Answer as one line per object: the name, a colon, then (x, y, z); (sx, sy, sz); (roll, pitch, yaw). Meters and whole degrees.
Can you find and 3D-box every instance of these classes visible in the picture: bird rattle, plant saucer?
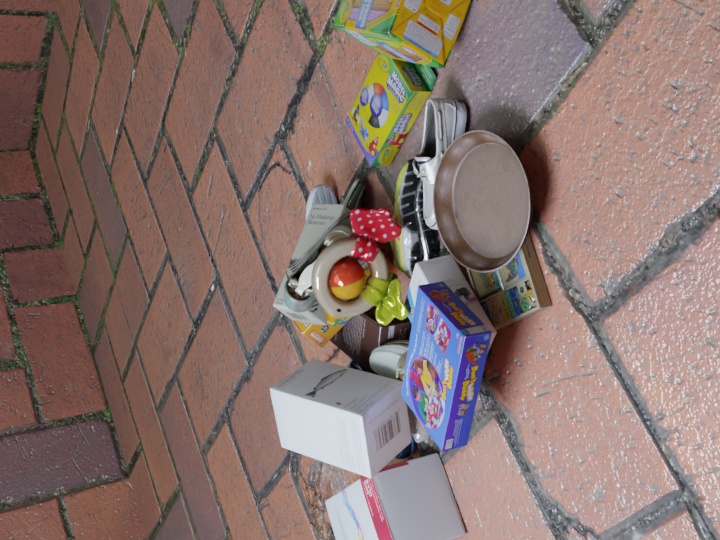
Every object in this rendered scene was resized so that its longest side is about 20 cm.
bird rattle: (0.000, 0.000, 1.389); (0.113, 0.162, 0.202); (40, 149, 51)
plant saucer: (0.180, -0.099, 1.263); (0.199, 0.034, 0.203); (14, 108, 52)

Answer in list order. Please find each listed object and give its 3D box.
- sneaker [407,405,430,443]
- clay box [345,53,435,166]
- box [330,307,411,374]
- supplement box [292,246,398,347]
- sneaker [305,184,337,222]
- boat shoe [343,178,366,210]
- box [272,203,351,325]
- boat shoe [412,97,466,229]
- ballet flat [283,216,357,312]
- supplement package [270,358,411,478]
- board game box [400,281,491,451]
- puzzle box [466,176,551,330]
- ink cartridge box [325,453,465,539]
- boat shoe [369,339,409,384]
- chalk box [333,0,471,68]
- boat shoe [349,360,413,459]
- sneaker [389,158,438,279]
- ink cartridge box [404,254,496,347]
sneaker: (0.036, 0.247, 1.507); (0.198, 0.075, 0.093); (5, 87, 31)
clay box: (0.048, -0.284, 1.470); (0.116, 0.047, 0.201); (63, 144, 29)
box: (0.005, 0.103, 1.601); (0.200, 0.074, 0.101); (36, 125, 51)
supplement box: (-0.029, 0.038, 1.545); (0.200, 0.066, 0.069); (-45, 43, 9)
sneaker: (-0.085, -0.067, 1.707); (0.071, 0.072, 0.203); (17, 111, 52)
boat shoe: (-0.011, -0.070, 1.620); (0.061, 0.073, 0.202); (18, 111, 8)
box: (-0.071, -0.012, 1.514); (0.082, 0.068, 0.202); (3, 66, 39)
boat shoe: (0.114, -0.164, 1.352); (0.072, 0.065, 0.202); (-140, 56, -61)
ballet flat: (-0.052, -0.017, 1.431); (0.067, 0.200, 0.064); (35, 164, 13)
supplement package: (-0.033, 0.237, 1.443); (0.198, 0.117, 0.119); (9, 118, 38)
board game box: (0.119, 0.138, 1.272); (0.135, 0.044, 0.202); (-130, 39, -49)
puzzle box: (0.202, -0.022, 1.302); (0.133, 0.025, 0.202); (-35, 68, 56)
ink cartridge box: (0.054, 0.425, 1.523); (0.200, 0.144, 0.146); (-46, 58, 51)
boat shoe: (0.088, 0.165, 1.430); (0.198, 0.068, 0.076); (8, 114, 39)
chalk box: (0.050, -0.398, 1.340); (0.199, 0.124, 0.125); (27, 97, 52)
boat shoe: (0.031, 0.251, 1.594); (0.201, 0.068, 0.084); (64, 144, 26)
sneaker: (0.076, -0.083, 1.443); (0.090, 0.077, 0.203); (22, 116, 56)
ink cartridge box: (0.142, 0.091, 1.352); (0.116, 0.067, 0.201); (102, 150, -49)
